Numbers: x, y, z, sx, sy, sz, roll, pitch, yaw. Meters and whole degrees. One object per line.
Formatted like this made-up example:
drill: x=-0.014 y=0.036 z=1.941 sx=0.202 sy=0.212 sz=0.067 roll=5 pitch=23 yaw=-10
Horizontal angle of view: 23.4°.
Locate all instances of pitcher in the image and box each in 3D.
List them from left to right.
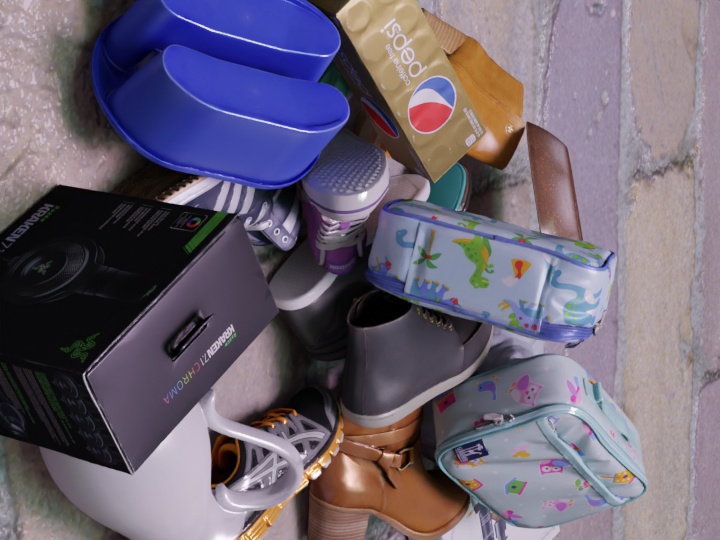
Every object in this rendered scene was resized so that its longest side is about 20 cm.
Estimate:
pitcher: x=-0.144 y=0.137 z=1.320 sx=0.171 sy=0.121 sz=0.201 roll=-28 pitch=130 yaw=-5

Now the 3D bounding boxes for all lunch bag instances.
lunch bag: x=0.112 y=-0.002 z=1.452 sx=0.161 sy=0.199 sz=0.083 roll=-30 pitch=134 yaw=-76
lunch bag: x=0.167 y=0.159 z=1.581 sx=0.200 sy=0.160 sz=0.077 roll=43 pitch=38 yaw=-45

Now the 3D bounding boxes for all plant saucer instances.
plant saucer: x=0.189 y=-0.044 z=1.637 sx=0.200 sy=0.036 sz=0.202 roll=-8 pitch=90 yaw=-82

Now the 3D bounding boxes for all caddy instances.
caddy: x=-0.104 y=-0.140 z=1.311 sx=0.199 sy=0.105 sz=0.142 roll=12 pitch=56 yaw=-31

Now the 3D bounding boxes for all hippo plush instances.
hippo plush: x=0.117 y=0.088 z=1.690 sx=0.200 sy=0.158 sz=0.162 roll=73 pitch=12 yaw=-52

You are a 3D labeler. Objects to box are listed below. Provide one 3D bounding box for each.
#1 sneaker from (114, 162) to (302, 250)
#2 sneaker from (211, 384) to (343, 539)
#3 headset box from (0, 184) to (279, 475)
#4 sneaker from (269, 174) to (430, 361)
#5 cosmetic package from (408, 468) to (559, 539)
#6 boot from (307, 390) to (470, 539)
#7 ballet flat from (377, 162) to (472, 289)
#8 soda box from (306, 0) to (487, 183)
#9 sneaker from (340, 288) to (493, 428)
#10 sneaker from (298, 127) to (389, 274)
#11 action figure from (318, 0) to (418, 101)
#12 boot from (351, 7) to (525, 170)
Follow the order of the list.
sneaker: x=-0.115 y=-0.046 z=1.380 sx=0.200 sy=0.070 sz=0.109 roll=-40 pitch=126 yaw=-44
sneaker: x=-0.083 y=0.157 z=1.470 sx=0.077 sy=0.078 sz=0.200 roll=56 pitch=45 yaw=-18
headset box: x=-0.181 y=0.036 z=1.207 sx=0.174 sy=0.199 sz=0.093 roll=-48 pitch=133 yaw=-34
sneaker: x=0.000 y=0.000 z=1.547 sx=0.200 sy=0.070 sz=0.100 roll=-45 pitch=134 yaw=-31
cosmetic package: x=0.128 y=0.255 z=1.784 sx=0.200 sy=0.051 sz=0.152 roll=-37 pitch=129 yaw=-42
boot: x=0.037 y=0.169 z=1.607 sx=0.199 sy=0.077 sz=0.156 roll=-5 pitch=115 yaw=-36
ballet flat: x=0.047 y=-0.007 z=1.613 sx=0.201 sy=0.068 sz=0.068 roll=-58 pitch=149 yaw=-11
soda box: x=0.026 y=-0.168 z=1.415 sx=0.068 sy=0.064 sz=0.200 roll=-44 pitch=132 yaw=-11
sneaker: x=0.057 y=0.048 z=1.525 sx=0.200 sy=0.074 sz=0.107 roll=-38 pitch=139 yaw=-44
sneaker: x=-0.011 y=-0.045 z=1.425 sx=0.201 sy=0.072 sz=0.115 roll=-112 pitch=-166 yaw=-74
action figure: x=-0.010 y=-0.204 z=1.472 sx=0.201 sy=0.118 sz=0.055 roll=-61 pitch=152 yaw=-10
boot: x=0.077 y=-0.129 z=1.573 sx=0.144 sy=0.071 sz=0.202 roll=36 pitch=60 yaw=-21
